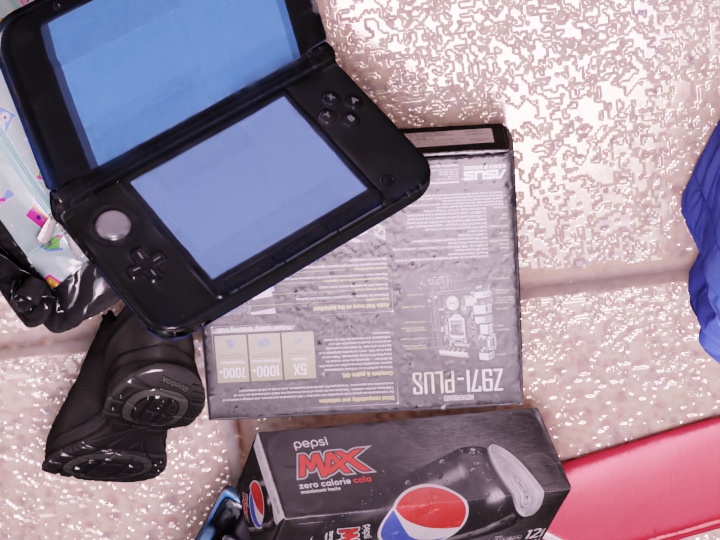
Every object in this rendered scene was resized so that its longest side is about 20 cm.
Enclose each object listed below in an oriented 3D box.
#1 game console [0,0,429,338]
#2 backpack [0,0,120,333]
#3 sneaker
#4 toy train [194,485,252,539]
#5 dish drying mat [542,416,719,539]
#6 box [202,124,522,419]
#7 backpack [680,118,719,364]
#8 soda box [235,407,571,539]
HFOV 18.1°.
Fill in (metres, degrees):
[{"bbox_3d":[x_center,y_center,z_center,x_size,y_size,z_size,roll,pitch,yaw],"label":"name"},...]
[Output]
[{"bbox_3d":[-0.080,-0.090,1.285,0.199,0.119,0.171,-31,62,-22],"label":"game console"},{"bbox_3d":[-0.204,-0.073,1.391,0.126,0.167,0.201,-32,100,-11],"label":"backpack"},{"bbox_3d":[-0.148,0.074,1.438,0.076,0.091,0.200,11,149,-25],"label":"sneaker"},{"bbox_3d":[-0.101,0.233,1.485,0.086,0.114,0.201,28,105,0],"label":"toy train"},{"bbox_3d":[0.187,0.151,1.506,0.199,0.018,0.077,-17,104,6],"label":"dish drying mat"},{"bbox_3d":[0.000,0.000,1.423,0.199,0.086,0.165,-4,104,2],"label":"box"},{"bbox_3d":[0.282,-0.005,1.367,0.162,0.200,0.169,17,105,-4],"label":"backpack"},{"bbox_3d":[0.027,0.138,1.431,0.199,0.071,0.063,-4,141,-23],"label":"soda box"}]
